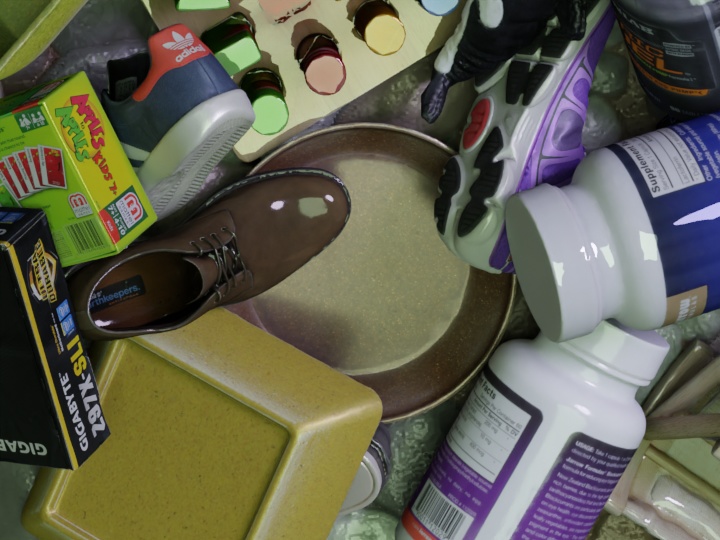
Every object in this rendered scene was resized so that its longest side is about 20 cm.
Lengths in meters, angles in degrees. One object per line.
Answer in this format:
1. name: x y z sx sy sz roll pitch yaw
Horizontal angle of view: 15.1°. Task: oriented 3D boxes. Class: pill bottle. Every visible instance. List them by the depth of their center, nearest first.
1. pill bottle: 0.201 -0.174 1.633 0.106 0.200 0.107 -6 66 13
2. pill bottle: 0.196 -0.030 1.647 0.200 0.116 0.116 -18 106 -9
3. pill bottle: 0.115 0.114 1.753 0.111 0.111 0.200 27 101 -12

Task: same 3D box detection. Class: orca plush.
1. orca plush: 0.099 -0.157 1.641 0.071 0.105 0.200 50 122 20

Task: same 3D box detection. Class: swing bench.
1. swing bench: 0.298 0.129 1.751 0.199 0.200 0.130 34 57 -14

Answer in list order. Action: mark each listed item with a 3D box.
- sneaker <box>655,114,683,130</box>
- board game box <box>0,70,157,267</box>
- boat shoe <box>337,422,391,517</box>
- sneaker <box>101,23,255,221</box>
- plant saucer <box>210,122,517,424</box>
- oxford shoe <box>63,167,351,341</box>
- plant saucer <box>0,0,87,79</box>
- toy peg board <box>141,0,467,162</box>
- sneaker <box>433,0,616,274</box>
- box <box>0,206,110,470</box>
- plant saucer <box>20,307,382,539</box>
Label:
1. sneaker: 0.259 -0.028 1.755 0.078 0.070 0.200 -25 99 3
2. board game box: -0.229 -0.045 1.657 0.200 0.048 0.102 -14 109 36
3. boat shoe: -0.068 0.143 1.767 0.200 0.057 0.067 -17 110 23
4. sneaker: -0.135 -0.084 1.667 0.075 0.200 0.085 -25 80 -40
5. plant saucer: 0.000 0.000 1.751 0.200 0.037 0.201 -1 104 -5
6. oxford shoe: -0.088 -0.003 1.672 0.200 0.084 0.073 -27 105 -15
7. plant saucer: -0.190 -0.227 1.619 0.200 0.200 0.048 -47 142 7
8. toy peg board: -0.037 -0.190 1.666 0.199 0.098 0.200 -31 106 3
9. sneaker: 0.114 -0.092 1.715 0.083 0.081 0.200 27 86 -36
10. box: -0.263 0.037 1.663 0.200 0.049 0.160 5 121 29
11. plant saucer: -0.112 0.126 1.719 0.200 0.048 0.200 28 104 17
